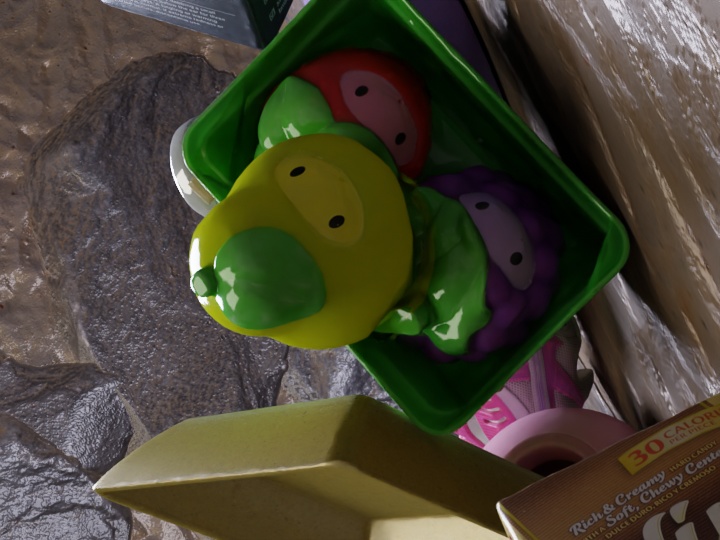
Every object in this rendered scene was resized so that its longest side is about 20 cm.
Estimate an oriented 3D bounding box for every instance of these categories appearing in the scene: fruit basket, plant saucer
[{"bbox_3d":[0.007,-0.029,0.839,0.216,0.156,0.216,44,-171,-8],"label":"fruit basket"},{"bbox_3d":[0.000,0.113,0.916,0.199,0.199,0.049,27,-115,-37],"label":"plant saucer"}]

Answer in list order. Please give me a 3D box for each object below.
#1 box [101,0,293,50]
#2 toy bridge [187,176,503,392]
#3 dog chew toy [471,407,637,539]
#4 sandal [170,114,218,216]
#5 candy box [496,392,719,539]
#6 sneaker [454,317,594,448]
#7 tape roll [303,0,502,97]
[{"bbox_3d":[-0.082,-0.234,0.911,0.107,0.149,0.200,18,159,16],"label":"box"},{"bbox_3d":[0.000,0.000,0.965,0.200,0.027,0.067,40,-154,-5],"label":"toy bridge"},{"bbox_3d":[0.131,0.159,1.043,0.125,0.124,0.200,63,-176,31],"label":"dog chew toy"},{"bbox_3d":[-0.045,-0.046,1.049,0.202,0.050,0.083,22,-120,-49],"label":"sandal"},{"bbox_3d":[0.136,0.128,0.633,0.200,0.115,0.056,-120,6,-60],"label":"candy box"},{"bbox_3d":[0.077,0.036,1.066,0.081,0.088,0.200,25,157,41],"label":"sneaker"},{"bbox_3d":[0.026,-0.117,1.058,0.201,0.065,0.200,64,177,7],"label":"tape roll"}]
